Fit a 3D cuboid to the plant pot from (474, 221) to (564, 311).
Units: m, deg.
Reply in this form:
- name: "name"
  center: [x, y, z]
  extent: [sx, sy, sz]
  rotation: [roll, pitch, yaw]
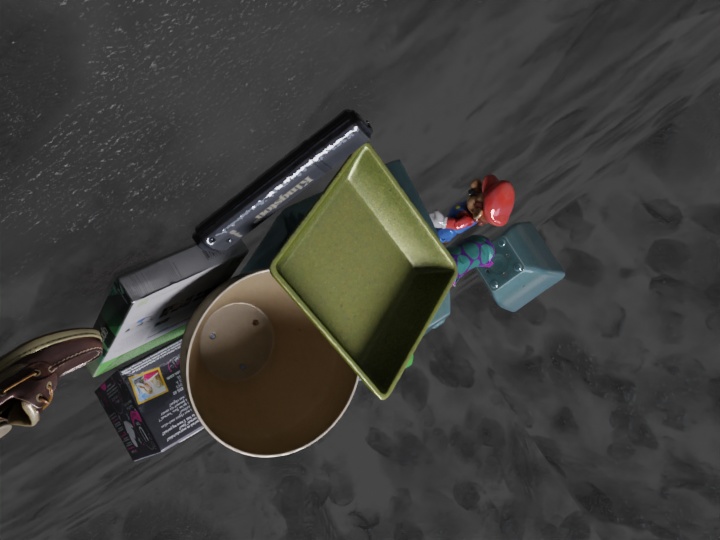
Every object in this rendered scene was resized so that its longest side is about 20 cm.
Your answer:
- name: "plant pot"
  center: [0.422, -0.016, 2.308]
  extent: [0.196, 0.197, 0.200]
  rotation: [-38, 160, 23]

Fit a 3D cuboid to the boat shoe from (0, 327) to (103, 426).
- name: "boat shoe"
  center: [-0.330, 0.119, 0.787]
  extent: [0.199, 0.072, 0.072]
  rotation: [-24, 166, -47]

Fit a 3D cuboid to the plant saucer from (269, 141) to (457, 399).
- name: "plant saucer"
  center: [0.000, 0.000, 0.875]
  extent: [0.048, 0.200, 0.200]
  rotation: [-9, -142, 47]

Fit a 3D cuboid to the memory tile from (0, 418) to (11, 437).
- name: "memory tile"
  center: [-0.507, 0.234, 0.924]
  extent: [0.153, 0.017, 0.200]
  rotation: [-42, 169, 36]

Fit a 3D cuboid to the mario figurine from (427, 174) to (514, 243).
- name: "mario figurine"
  center: [0.187, -0.117, 1.455]
  extent: [0.200, 0.106, 0.124]
  rotation: [-30, -147, 45]

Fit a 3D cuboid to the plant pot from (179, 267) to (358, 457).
- name: "plant pot"
  center: [-0.117, 0.091, 0.914]
  extent: [0.200, 0.201, 0.134]
  rotation: [-30, -161, -24]

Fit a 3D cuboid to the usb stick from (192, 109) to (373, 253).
- name: "usb stick"
  center: [-0.075, -0.084, 0.781]
  extent: [0.199, 0.033, 0.055]
  rotation: [-36, 171, 10]

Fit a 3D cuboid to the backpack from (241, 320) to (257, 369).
- name: "backpack"
  center: [-0.097, 0.094, 1.168]
  extent: [0.153, 0.201, 0.190]
  rotation: [-5, 153, -41]

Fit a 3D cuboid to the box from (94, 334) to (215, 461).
- name: "box"
  center: [-0.248, 0.163, 1.062]
  extent: [0.132, 0.115, 0.200]
  rotation: [-28, 179, -30]

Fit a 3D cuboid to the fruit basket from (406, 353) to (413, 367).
- name: "fruit basket"
  center: [-0.012, 0.143, 1.582]
  extent: [0.155, 0.216, 0.216]
  rotation: [-23, 165, -48]

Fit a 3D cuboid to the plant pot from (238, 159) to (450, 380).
- name: "plant pot"
  center: [-0.002, 0.018, 1.023]
  extent: [0.196, 0.201, 0.196]
  rotation: [-28, 168, -35]

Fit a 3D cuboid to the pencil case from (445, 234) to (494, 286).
- name: "pencil case"
  center: [0.241, -0.022, 1.967]
  extent: [0.199, 0.093, 0.085]
  rotation: [-26, 167, -44]

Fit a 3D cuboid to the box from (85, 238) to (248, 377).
- name: "box"
  center: [-0.218, 0.038, 0.891]
  extent: [0.144, 0.036, 0.200]
  rotation: [-27, 167, -39]
